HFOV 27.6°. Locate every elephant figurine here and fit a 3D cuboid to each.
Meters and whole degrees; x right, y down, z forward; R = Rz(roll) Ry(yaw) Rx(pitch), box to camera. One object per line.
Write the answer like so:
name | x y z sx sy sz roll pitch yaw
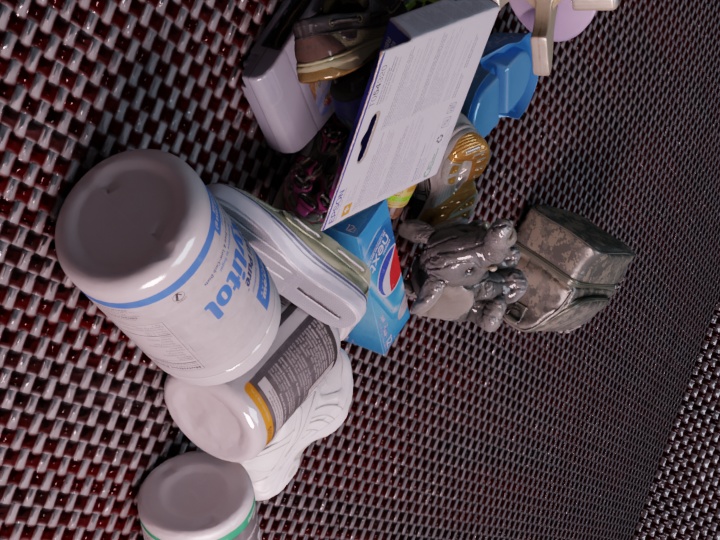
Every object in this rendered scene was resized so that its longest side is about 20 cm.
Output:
elephant figurine | 0.104 -0.012 1.663 0.155 0.141 0.200 -51 156 5

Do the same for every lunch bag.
lunch bag | 0.287 0.011 2.115 0.169 0.139 0.200 -59 157 14

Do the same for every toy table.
toy table | 0.212 -0.337 1.695 0.117 0.182 0.201 -65 140 -49

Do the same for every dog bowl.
dog bowl | 0.155 -0.218 1.783 0.200 0.049 0.112 -47 146 -39

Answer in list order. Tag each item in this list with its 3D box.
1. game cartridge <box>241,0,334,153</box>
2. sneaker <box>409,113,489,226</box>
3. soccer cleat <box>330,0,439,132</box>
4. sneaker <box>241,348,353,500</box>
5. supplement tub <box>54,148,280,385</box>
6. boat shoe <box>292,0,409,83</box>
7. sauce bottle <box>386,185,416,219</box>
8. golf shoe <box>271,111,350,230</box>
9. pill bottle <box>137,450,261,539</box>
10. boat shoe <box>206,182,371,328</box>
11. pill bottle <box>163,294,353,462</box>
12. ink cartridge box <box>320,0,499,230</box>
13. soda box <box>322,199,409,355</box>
game cartridge | -0.040 -0.218 1.411 0.201 0.041 0.133 -60 148 -22
sneaker | 0.093 -0.116 1.703 0.075 0.088 0.201 -16 151 -26
soccer cleat | 0.048 -0.209 1.454 0.200 0.064 0.084 -42 137 -21
sneaker | -0.074 0.143 1.548 0.201 0.077 0.100 -55 147 -32
supplement tub | -0.156 0.001 1.221 0.133 0.131 0.200 -63 153 -16
boat shoe | -0.005 -0.229 1.346 0.200 0.073 0.065 -52 133 -59
sauce bottle | 0.053 -0.148 1.546 0.065 0.065 0.201 -32 153 -53
golf shoe | -0.039 -0.096 1.477 0.092 0.072 0.200 -47 -177 44
pill bottle | -0.151 0.284 1.444 0.113 0.112 0.201 -47 147 -39
boat shoe | -0.072 -0.022 1.370 0.200 0.072 0.062 40 46 -24
pill bottle | -0.090 0.081 1.420 0.200 0.116 0.117 -47 146 -39
ink cartridge box | 0.035 -0.152 1.370 0.199 0.043 0.197 -27 146 -48
soda box | 0.000 0.000 1.601 0.064 0.067 0.201 -54 150 -30
